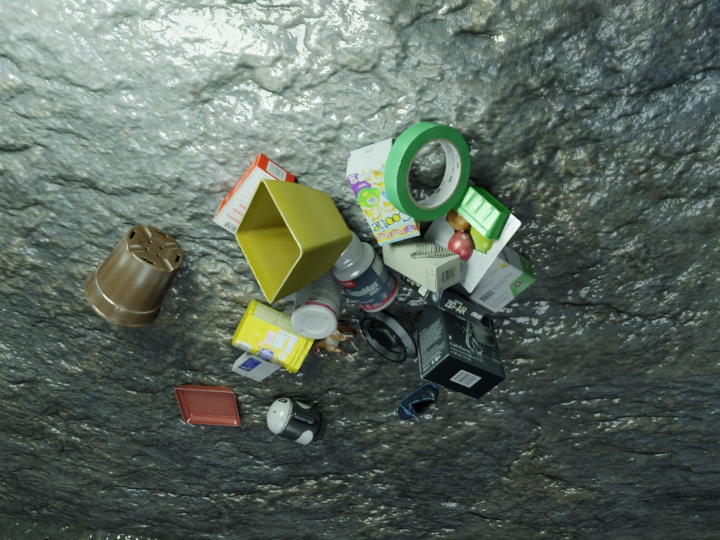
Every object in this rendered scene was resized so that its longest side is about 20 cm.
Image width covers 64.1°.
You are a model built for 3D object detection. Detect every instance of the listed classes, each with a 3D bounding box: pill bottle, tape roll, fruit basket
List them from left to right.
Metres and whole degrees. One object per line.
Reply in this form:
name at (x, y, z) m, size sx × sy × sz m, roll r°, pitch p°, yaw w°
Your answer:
pill bottle at (-0.106, 0.062, 1.447) m, size 0.112 × 0.201 × 0.114 m, roll 2°, pitch 133°, yaw 3°
pill bottle at (0.000, 0.000, 1.439) m, size 0.119 × 0.120 × 0.200 m, roll -23°, pitch 126°, yaw 24°
tape roll at (0.142, -0.207, 1.209) m, size 0.199 × 0.048 × 0.202 m, roll -15°, pitch 119°, yaw -29°
fruit basket at (0.247, -0.084, 1.309) m, size 0.093 × 0.185 × 0.201 m, roll -9°, pitch 136°, yaw -44°

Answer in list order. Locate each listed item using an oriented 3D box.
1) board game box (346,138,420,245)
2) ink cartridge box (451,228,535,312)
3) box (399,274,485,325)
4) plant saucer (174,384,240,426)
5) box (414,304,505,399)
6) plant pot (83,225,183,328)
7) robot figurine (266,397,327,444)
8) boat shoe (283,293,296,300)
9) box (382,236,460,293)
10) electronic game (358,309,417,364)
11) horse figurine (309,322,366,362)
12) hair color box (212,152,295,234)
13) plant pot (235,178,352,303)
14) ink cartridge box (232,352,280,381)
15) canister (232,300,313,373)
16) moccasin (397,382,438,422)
board game box at (0.056, -0.172, 1.287) m, size 0.104 × 0.103 × 0.201 m, roll -15°, pitch 129°, yaw 17°
ink cartridge box at (0.309, -0.003, 1.434) m, size 0.199 × 0.084 × 0.145 m, roll 28°, pitch 128°, yaw -20°
box at (0.199, 0.058, 1.427) m, size 0.159 × 0.200 × 0.044 m, roll 26°, pitch 97°, yaw -17°
plant saucer at (-0.510, 0.452, 1.946) m, size 0.198 × 0.037 × 0.201 m, roll 4°, pitch 133°, yaw 2°
box at (0.264, 0.210, 1.547) m, size 0.199 × 0.198 × 0.124 m, roll 24°, pitch 128°, yaw -23°
plant pot at (-0.557, 0.007, 1.450) m, size 0.200 × 0.201 × 0.198 m, roll 31°, pitch 120°, yaw -22°
robot figurine at (-0.212, 0.499, 1.909) m, size 0.199 × 0.125 × 0.151 m, roll 25°, pitch 112°, yaw -18°
boat shoe at (-0.190, 0.018, 1.506) m, size 0.073 × 0.066 × 0.200 m, roll 0°, pitch 153°, yaw -5°
box at (0.140, -0.025, 1.344) m, size 0.082 × 0.200 × 0.069 m, roll -24°, pitch 123°, yaw -28°
electronic game at (0.074, 0.181, 1.592) m, size 0.199 × 0.042 × 0.201 m, roll 32°, pitch 146°, yaw 25°
horse figurine at (-0.061, 0.204, 1.666) m, size 0.132 × 0.050 × 0.200 m, roll 31°, pitch 139°, yaw 4°
hair color box at (-0.251, -0.167, 1.344) m, size 0.101 × 0.062 × 0.200 m, roll 33°, pitch 125°, yaw -23°
plant pot at (-0.140, -0.074, 1.295) m, size 0.175 × 0.201 × 0.200 m, roll -13°, pitch 153°, yaw -40°
ink cartridge box at (-0.309, 0.280, 1.738) m, size 0.099 × 0.039 × 0.200 m, roll 28°, pitch 146°, yaw -19°
canister at (-0.245, 0.186, 1.627) m, size 0.199 × 0.087 × 0.149 m, roll 26°, pitch 103°, yaw -15°
moccasin at (0.179, 0.436, 1.855) m, size 0.080 × 0.068 × 0.200 m, roll 21°, pitch 131°, yaw -15°
